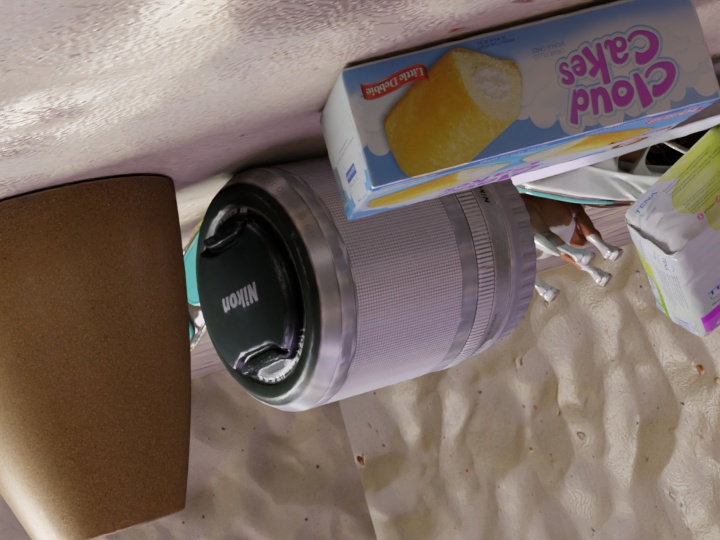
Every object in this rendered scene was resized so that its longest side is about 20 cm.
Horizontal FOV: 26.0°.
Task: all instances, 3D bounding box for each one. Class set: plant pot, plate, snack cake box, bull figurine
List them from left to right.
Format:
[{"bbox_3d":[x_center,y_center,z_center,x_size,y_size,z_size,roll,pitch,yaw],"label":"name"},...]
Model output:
[{"bbox_3d":[-0.179,0.065,0.973,0.185,0.202,0.186,-16,176,-1],"label":"plant pot"},{"bbox_3d":[0.083,-0.091,0.869,0.198,0.068,0.115,-15,174,-8],"label":"snack cake box"},{"bbox_3d":[0.179,-0.038,1.454,0.199,0.121,0.065,-17,143,-53],"label":"bull figurine"},{"bbox_3d":[0.181,-0.102,1.220,0.198,0.033,0.200,-15,180,-1],"label":"plate"}]

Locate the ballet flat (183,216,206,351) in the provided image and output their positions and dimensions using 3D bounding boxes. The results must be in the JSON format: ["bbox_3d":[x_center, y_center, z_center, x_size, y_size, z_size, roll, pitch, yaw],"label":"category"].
[{"bbox_3d":[-0.124,0.015,1.187,0.070,0.071,0.200,-11,153,-49],"label":"ballet flat"}]

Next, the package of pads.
[{"bbox_3d":[0.314,-0.057,1.274,0.200,0.068,0.155,-43,144,-5],"label":"package of pads"}]

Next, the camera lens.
[{"bbox_3d":[0.000,0.000,1.060,0.199,0.161,0.160,-13,174,-36],"label":"camera lens"}]

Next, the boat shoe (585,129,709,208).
[{"bbox_3d":[0.282,-0.095,1.406,0.199,0.073,0.067,-16,-173,31],"label":"boat shoe"}]

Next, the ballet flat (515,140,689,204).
[{"bbox_3d":[0.232,-0.087,1.350,0.198,0.070,0.069,9,173,-4],"label":"ballet flat"}]
